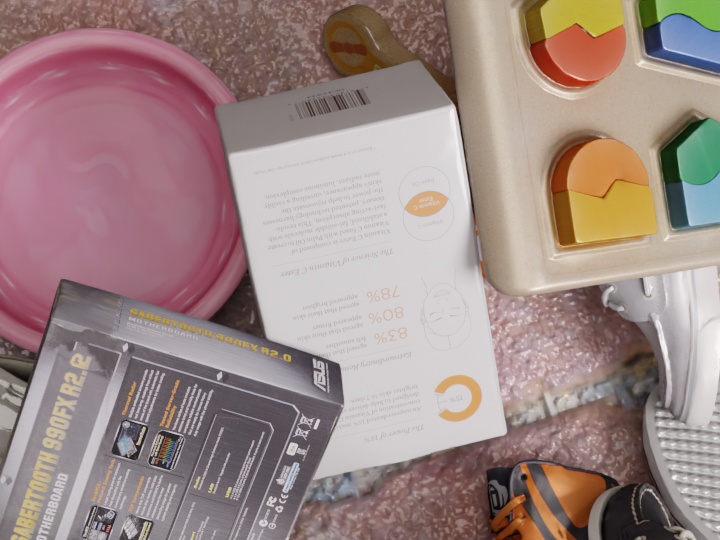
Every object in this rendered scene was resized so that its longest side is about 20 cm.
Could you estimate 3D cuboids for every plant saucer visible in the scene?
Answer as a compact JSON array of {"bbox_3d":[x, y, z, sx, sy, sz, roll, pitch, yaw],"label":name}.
[{"bbox_3d":[-0.157,-0.043,0.920,0.199,0.051,0.202,0,83,-2],"label":"plant saucer"}]

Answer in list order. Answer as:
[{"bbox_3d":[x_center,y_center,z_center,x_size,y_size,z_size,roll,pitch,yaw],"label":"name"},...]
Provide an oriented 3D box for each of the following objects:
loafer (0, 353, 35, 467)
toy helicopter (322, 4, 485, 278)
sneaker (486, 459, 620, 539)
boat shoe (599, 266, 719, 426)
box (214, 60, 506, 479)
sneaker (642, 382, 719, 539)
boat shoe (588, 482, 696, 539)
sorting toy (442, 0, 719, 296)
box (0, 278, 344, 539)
[{"bbox_3d":[-0.131,0.087,0.873,0.199,0.070,0.070,8,110,-25],"label":"loafer"},{"bbox_3d":[0.056,-0.099,0.908,0.200,0.133,0.079,39,53,18],"label":"toy helicopter"},{"bbox_3d":[0.077,0.178,0.903,0.199,0.078,0.112,-18,81,-16],"label":"sneaker"},{"bbox_3d":[0.170,-0.007,0.891,0.068,0.072,0.201,-6,101,3],"label":"boat shoe"},{"bbox_3d":[0.000,0.000,0.859,0.124,0.098,0.201,-12,113,-5],"label":"box"},{"bbox_3d":[0.229,0.159,0.912,0.078,0.080,0.200,-22,61,-8],"label":"sneaker"},{"bbox_3d":[0.159,0.170,0.804,0.060,0.200,0.074,-34,101,23],"label":"boat shoe"},{"bbox_3d":[0.151,-0.090,0.826,0.199,0.036,0.186,-8,89,-20],"label":"sorting toy"},{"bbox_3d":[-0.115,0.121,0.819,0.158,0.048,0.201,17,112,-11],"label":"box"}]
